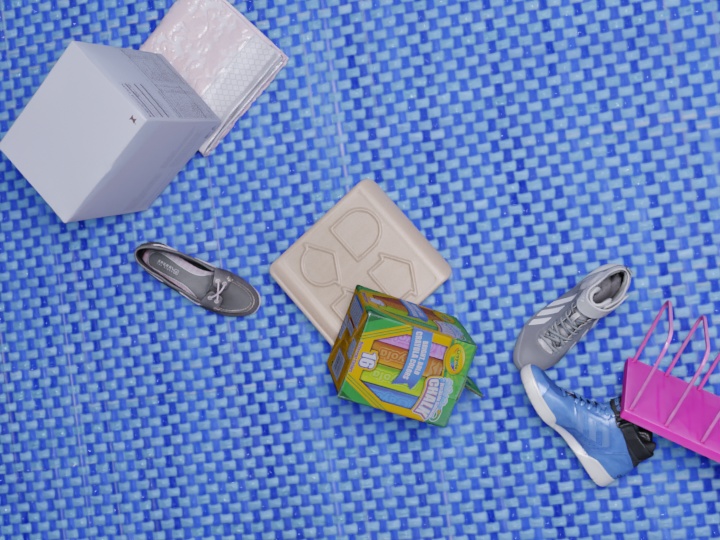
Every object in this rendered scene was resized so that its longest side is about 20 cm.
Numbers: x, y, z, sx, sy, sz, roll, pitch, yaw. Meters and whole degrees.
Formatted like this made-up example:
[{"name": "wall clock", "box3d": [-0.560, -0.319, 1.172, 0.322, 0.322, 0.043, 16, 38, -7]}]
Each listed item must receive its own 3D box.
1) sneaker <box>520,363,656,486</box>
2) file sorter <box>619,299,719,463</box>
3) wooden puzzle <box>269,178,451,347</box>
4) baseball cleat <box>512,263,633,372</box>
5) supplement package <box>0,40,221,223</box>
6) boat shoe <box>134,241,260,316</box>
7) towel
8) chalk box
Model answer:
[{"name": "sneaker", "box3d": [0.308, 0.183, 1.094, 0.111, 0.077, 0.200, -37, 94, 20]}, {"name": "file sorter", "box3d": [0.449, 0.144, 1.035, 0.200, 0.139, 0.126, 24, 118, 9]}, {"name": "wooden puzzle", "box3d": [0.000, 0.000, 1.181, 0.200, 0.046, 0.185, -42, 84, 2]}, {"name": "baseball cleat", "box3d": [0.278, 0.062, 1.100, 0.070, 0.106, 0.200, 43, 96, 8]}, {"name": "supplement package", "box3d": [-0.339, -0.189, 1.140, 0.147, 0.200, 0.191, 47, 110, 6]}, {"name": "boat shoe", "box3d": [-0.244, 0.015, 1.213, 0.200, 0.057, 0.067, 25, 94, 9]}, {"name": "towel", "box3d": [-0.238, -0.301, 1.228, 0.191, 0.032, 0.200, 41, 95, 8]}, {"name": "chalk box", "box3d": [0.073, 0.119, 1.104, 0.199, 0.125, 0.124, 17, 102, -14]}]
